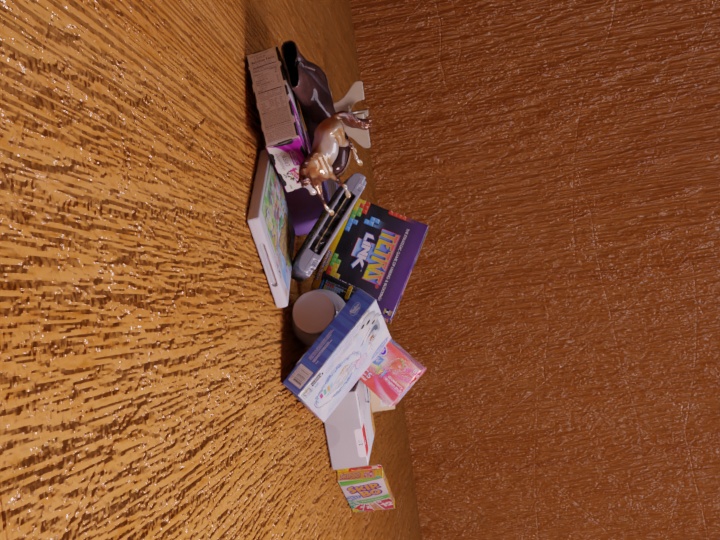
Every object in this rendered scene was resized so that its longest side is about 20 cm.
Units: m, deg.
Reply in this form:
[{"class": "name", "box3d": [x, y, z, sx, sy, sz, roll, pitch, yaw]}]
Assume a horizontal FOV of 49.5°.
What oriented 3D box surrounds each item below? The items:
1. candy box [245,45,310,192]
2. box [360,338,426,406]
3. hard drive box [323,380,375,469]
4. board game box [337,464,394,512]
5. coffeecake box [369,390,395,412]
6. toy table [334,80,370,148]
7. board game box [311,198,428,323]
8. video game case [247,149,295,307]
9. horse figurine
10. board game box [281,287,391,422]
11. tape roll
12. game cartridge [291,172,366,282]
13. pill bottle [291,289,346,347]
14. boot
[{"class": "candy box", "box3d": [-0.132, -0.253, 1.311, 0.136, 0.061, 0.200, 69, 6, -62]}, {"class": "box", "box3d": [0.026, 0.173, 1.596, 0.200, 0.103, 0.095, 42, 3, 12]}, {"class": "hard drive box", "box3d": [-0.024, 0.301, 1.627, 0.200, 0.077, 0.156, -58, 139, -79]}, {"class": "board game box", "box3d": [0.013, 0.464, 1.661, 0.200, 0.095, 0.030, 74, 11, -49]}, {"class": "coffeecake box", "box3d": [0.020, 0.213, 1.824, 0.200, 0.073, 0.154, -125, -150, -66]}, {"class": "toy table", "box3d": [-0.040, -0.433, 2.191, 0.184, 0.117, 0.201, -84, 166, -63]}, {"class": "board game box", "box3d": [0.019, -0.021, 1.499, 0.057, 0.165, 0.200, 83, 29, -75]}, {"class": "video game case", "box3d": [-0.142, -0.071, 1.287, 0.200, 0.022, 0.182, -90, 170, -50]}, {"class": "horse figurine", "box3d": [-0.046, -0.188, 1.278, 0.133, 0.050, 0.200, 48, 55, -47]}, {"class": "board game box", "box3d": [-0.034, 0.150, 1.337, 0.200, 0.043, 0.199, -50, 157, -12]}, {"class": "tape roll", "box3d": [-0.097, -0.173, 1.532, 0.200, 0.085, 0.201, -8, 90, -84]}, {"class": "game cartridge", "box3d": [-0.062, -0.074, 1.376, 0.200, 0.040, 0.133, -59, -175, -14]}, {"class": "pill bottle", "box3d": [-0.065, 0.093, 1.405, 0.200, 0.104, 0.105, 59, 24, -73]}, {"class": "boot", "box3d": [-0.083, -0.268, 1.325, 0.166, 0.072, 0.201, 36, 40, -65]}]
